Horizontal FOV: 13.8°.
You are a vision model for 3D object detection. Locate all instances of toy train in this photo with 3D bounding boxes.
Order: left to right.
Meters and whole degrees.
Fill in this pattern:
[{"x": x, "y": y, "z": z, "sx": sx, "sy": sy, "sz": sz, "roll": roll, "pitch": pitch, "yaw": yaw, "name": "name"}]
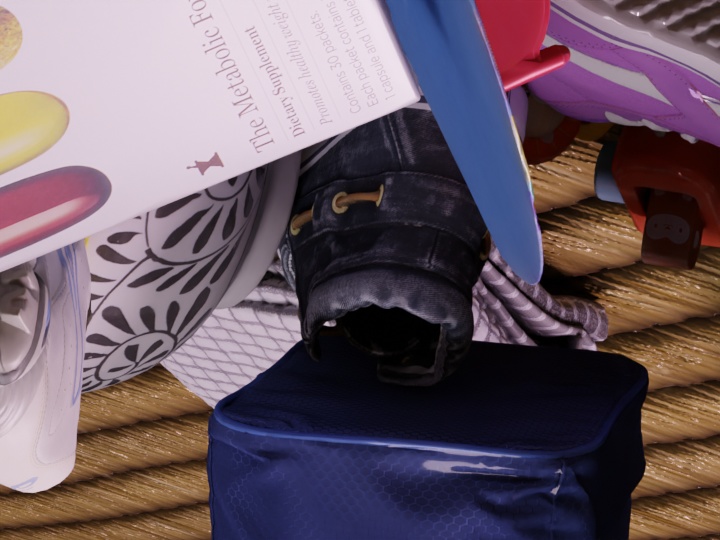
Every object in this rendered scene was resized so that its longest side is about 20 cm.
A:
[{"x": 0.048, "y": -0.045, "z": 1.075, "sx": 0.199, "sy": 0.056, "sz": 0.150, "roll": 12, "pitch": 159, "yaw": 18, "name": "toy train"}]

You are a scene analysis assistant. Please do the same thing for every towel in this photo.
[{"x": -0.006, "y": 0.013, "z": 1.248, "sx": 0.199, "sy": 0.086, "sz": 0.166, "roll": 8, "pitch": 157, "yaw": 31, "name": "towel"}]

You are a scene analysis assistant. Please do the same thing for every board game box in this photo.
[{"x": 0.027, "y": -0.097, "z": 0.840, "sx": 0.039, "sy": 0.201, "sz": 0.158, "roll": -23, "pitch": 157, "yaw": -5, "name": "board game box"}]

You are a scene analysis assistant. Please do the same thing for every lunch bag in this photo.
[{"x": 0.025, "y": 0.101, "z": 1.023, "sx": 0.135, "sy": 0.133, "sz": 0.200, "roll": 5, "pitch": -170, "yaw": 14, "name": "lunch bag"}]

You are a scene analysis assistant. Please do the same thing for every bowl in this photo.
[{"x": -0.080, "y": -0.039, "z": 1.030, "sx": 0.094, "sy": 0.202, "sz": 0.201, "roll": 12, "pitch": 165, "yaw": -26, "name": "bowl"}]

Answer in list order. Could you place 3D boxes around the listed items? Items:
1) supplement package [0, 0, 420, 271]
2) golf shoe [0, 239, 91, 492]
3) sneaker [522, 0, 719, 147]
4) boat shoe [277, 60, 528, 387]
[{"x": -0.103, "y": -0.078, "z": 0.806, "sx": 0.199, "sy": 0.110, "sz": 0.114, "roll": -23, "pitch": 139, "yaw": 4, "name": "supplement package"}, {"x": -0.119, "y": -0.022, "z": 0.905, "sx": 0.078, "sy": 0.201, "sz": 0.097, "roll": -12, "pitch": 142, "yaw": 11, "name": "golf shoe"}, {"x": 0.123, "y": -0.064, "z": 0.949, "sx": 0.200, "sy": 0.073, "sz": 0.114, "roll": 33, "pitch": 162, "yaw": -7, "name": "sneaker"}, {"x": 0.000, "y": 0.000, "z": 1.024, "sx": 0.071, "sy": 0.091, "sz": 0.200, "roll": 17, "pitch": 161, "yaw": -7, "name": "boat shoe"}]
